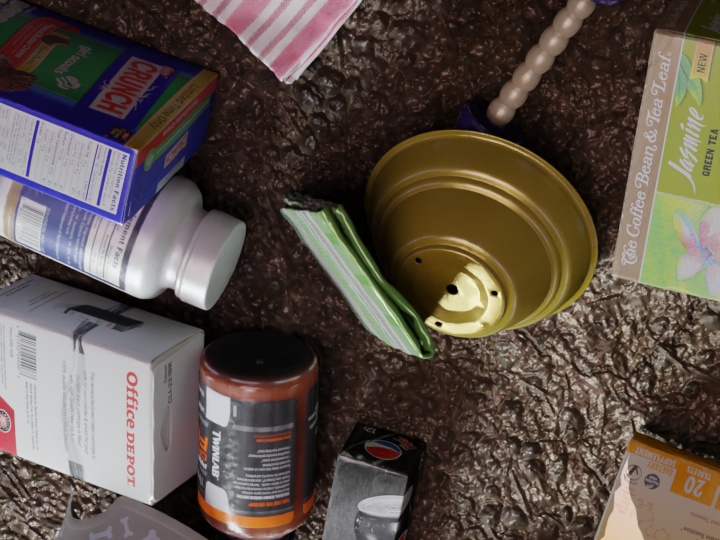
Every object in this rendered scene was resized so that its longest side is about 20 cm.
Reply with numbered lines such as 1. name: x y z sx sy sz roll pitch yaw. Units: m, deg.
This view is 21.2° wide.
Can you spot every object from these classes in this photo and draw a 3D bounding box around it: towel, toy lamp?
1. towel: -0.090 -0.265 1.556 0.200 0.030 0.146 41 118 -1
2. toy lamp: 0.135 -0.155 1.511 0.058 0.058 0.200 37 120 0
3. towel: 0.000 0.000 1.558 0.031 0.200 0.149 -38 100 -7

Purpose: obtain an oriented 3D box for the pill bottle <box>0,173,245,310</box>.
1. pill bottle: -0.204 -0.044 1.645 0.199 0.111 0.111 24 118 8

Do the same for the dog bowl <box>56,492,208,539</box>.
1. dog bowl: -0.191 0.277 1.750 0.199 0.059 0.200 24 154 12

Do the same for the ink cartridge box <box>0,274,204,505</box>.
1. ink cartridge box: -0.239 0.104 1.714 0.199 0.084 0.145 17 118 28

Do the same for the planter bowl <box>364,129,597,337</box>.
1. planter bowl: 0.084 -0.008 1.544 0.199 0.084 0.201 14 135 15

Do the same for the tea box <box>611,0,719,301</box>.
1. tea box: 0.306 -0.086 1.437 0.196 0.134 0.201 13 116 14

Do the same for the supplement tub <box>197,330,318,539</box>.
1. supplement tub: -0.091 0.162 1.698 0.106 0.107 0.201 10 115 15

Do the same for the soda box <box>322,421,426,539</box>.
1. soda box: 0.004 0.243 1.725 0.070 0.063 0.201 16 117 12

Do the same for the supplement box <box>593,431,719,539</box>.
1. supplement box: 0.250 0.250 1.595 0.125 0.074 0.201 19 93 10

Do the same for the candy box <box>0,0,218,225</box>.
1. candy box: -0.242 -0.135 1.585 0.199 0.169 0.077 22 122 8
